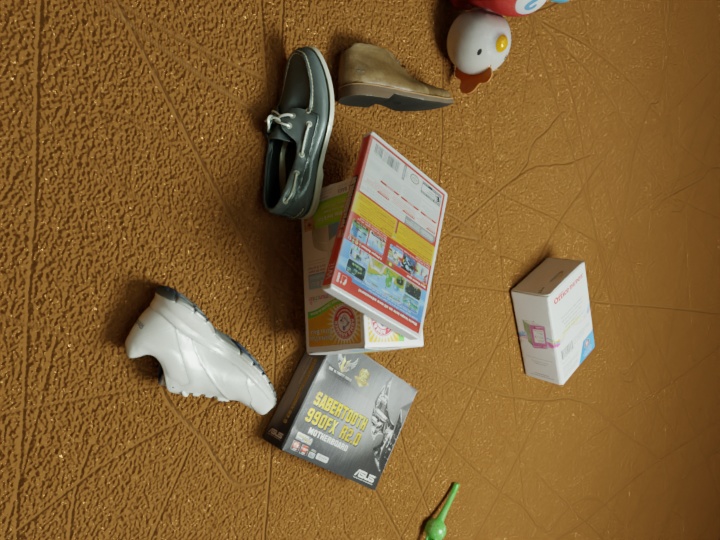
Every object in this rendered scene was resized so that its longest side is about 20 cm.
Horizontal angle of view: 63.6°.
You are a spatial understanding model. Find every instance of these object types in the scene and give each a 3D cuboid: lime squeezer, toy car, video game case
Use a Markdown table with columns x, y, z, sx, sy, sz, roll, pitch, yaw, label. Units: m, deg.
| x | y | z | sx | sy | sz | roll | pitch | yaw | label |
| --- | --- | --- | --- | --- | --- | --- | --- | --- | --- |
| 0.127 | 0.470 | 1.006 | 0.071 | 0.037 | 0.202 | 37 | 68 | -73 | lime squeezer |
| 0.189 | -0.357 | 0.841 | 0.183 | 0.177 | 0.202 | -6 | 114 | -31 | toy car |
| 0.036 | -0.040 | 0.669 | 0.143 | 0.017 | 0.202 | 32 | 60 | -34 | video game case |

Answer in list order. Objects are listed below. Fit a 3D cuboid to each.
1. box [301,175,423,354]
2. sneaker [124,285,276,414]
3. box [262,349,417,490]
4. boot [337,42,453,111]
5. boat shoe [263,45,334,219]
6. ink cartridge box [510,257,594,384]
| x | y | z | sx | sy | sz | roll | pitch | yaw | label |
| --- | --- | --- | --- | --- | --- | --- | --- | --- | --- |
| 0.000 | 0.000 | 0.718 | 0.101 | 0.112 | 0.202 | 5 | 79 | -43 | box |
| -0.174 | 0.105 | 0.646 | 0.087 | 0.074 | 0.200 | -49 | 120 | -11 | sneaker |
| -0.019 | 0.197 | 0.807 | 0.200 | 0.048 | 0.159 | 40 | 70 | -39 | box |
| 0.054 | -0.259 | 0.791 | 0.199 | 0.073 | 0.076 | -3 | 89 | -40 | boot |
| -0.078 | -0.160 | 0.678 | 0.061 | 0.072 | 0.202 | -6 | 106 | -46 | boat shoe |
| 0.380 | 0.095 | 1.138 | 0.144 | 0.084 | 0.202 | -33 | 119 | -35 | ink cartridge box |
